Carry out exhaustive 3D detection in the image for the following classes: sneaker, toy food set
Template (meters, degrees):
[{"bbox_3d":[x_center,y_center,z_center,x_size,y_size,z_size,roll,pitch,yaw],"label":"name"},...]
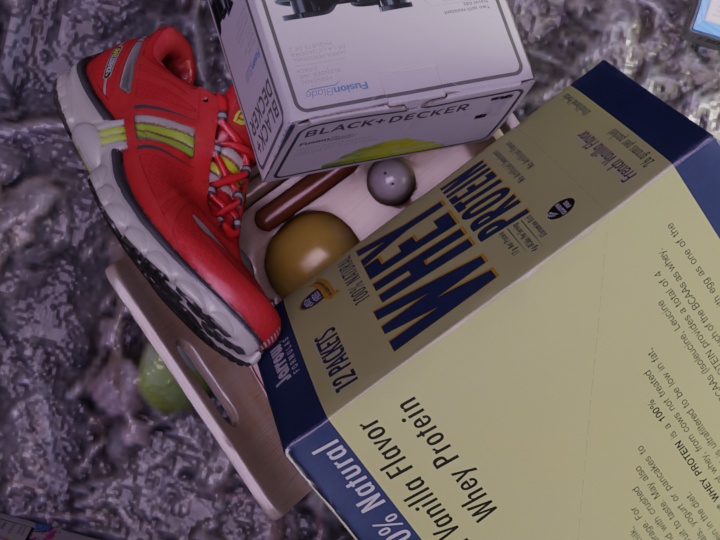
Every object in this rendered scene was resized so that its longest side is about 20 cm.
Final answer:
[{"bbox_3d":[-0.074,-0.045,0.732,0.084,0.077,0.201,-31,50,-1],"label":"sneaker"},{"bbox_3d":[0.000,0.000,0.775,0.199,0.060,0.144,-35,89,4],"label":"toy food set"}]

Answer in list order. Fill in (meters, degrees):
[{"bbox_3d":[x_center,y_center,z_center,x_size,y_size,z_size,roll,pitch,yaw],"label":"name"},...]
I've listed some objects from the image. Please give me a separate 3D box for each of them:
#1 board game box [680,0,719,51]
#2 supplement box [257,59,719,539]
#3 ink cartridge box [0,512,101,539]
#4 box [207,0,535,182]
[{"bbox_3d":[0.264,-0.144,0.769,0.198,0.034,0.136,18,92,3],"label":"board game box"},{"bbox_3d":[0.092,0.060,0.704,0.199,0.134,0.201,-36,111,3],"label":"supplement box"},{"bbox_3d":[-0.173,0.195,0.777,0.198,0.084,0.146,14,92,3],"label":"ink cartridge box"},{"bbox_3d":[-0.014,-0.148,0.727,0.116,0.060,0.202,-13,73,-21],"label":"box"}]
